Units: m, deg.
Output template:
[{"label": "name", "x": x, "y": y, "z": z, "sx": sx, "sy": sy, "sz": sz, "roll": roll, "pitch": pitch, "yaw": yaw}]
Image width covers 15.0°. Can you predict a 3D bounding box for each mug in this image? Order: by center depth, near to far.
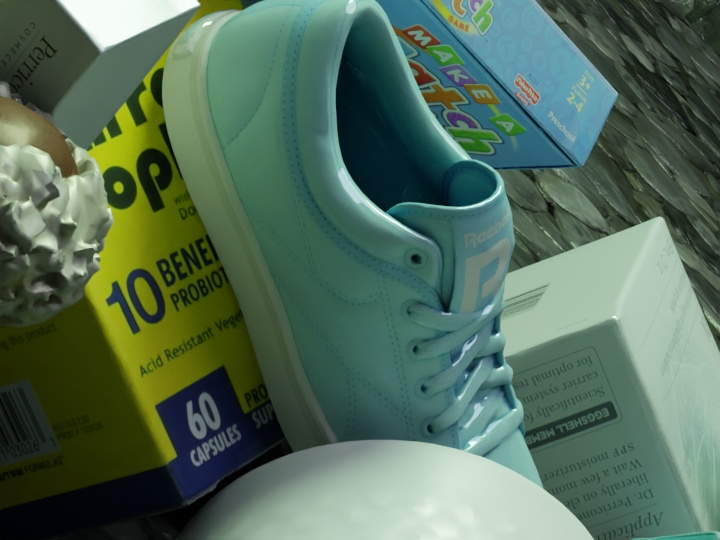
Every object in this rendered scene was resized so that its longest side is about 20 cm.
[{"label": "mug", "x": 0.010, "y": 0.177, "z": 0.769, "sx": 0.175, "sy": 0.147, "sz": 0.200, "roll": -83, "pitch": 159, "yaw": -60}]

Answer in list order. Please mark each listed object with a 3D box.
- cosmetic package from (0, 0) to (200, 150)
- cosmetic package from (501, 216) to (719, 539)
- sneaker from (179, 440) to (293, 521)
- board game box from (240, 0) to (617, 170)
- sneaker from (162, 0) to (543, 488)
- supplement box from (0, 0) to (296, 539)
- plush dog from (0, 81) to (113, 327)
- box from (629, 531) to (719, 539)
[{"label": "cosmetic package", "x": -0.155, "y": -0.061, "z": 0.773, "sx": 0.151, "sy": 0.200, "sz": 0.052, "roll": 47, "pitch": 38, "yaw": 5}, {"label": "cosmetic package", "x": 0.092, "y": 0.106, "z": 1.046, "sx": 0.199, "sy": 0.123, "sz": 0.200, "roll": -47, "pitch": 116, "yaw": -74}, {"label": "sneaker", "x": -0.088, "y": 0.045, "z": 0.962, "sx": 0.200, "sy": 0.075, "sz": 0.106, "roll": 52, "pitch": 34, "yaw": -7}, {"label": "board game box", "x": -0.031, "y": -0.089, "z": 0.926, "sx": 0.200, "sy": 0.037, "sz": 0.151, "roll": 2, "pitch": -35, "yaw": 50}, {"label": "sneaker", "x": 0.015, "y": 0.009, "z": 0.809, "sx": 0.074, "sy": 0.082, "sz": 0.200, "roll": -42, "pitch": 108, "yaw": -41}, {"label": "supplement box", "x": -0.093, "y": -0.029, "z": 0.852, "sx": 0.109, "sy": 0.109, "sz": 0.200, "roll": -31, "pitch": 99, "yaw": -44}, {"label": "plush dog", "x": -0.186, "y": 0.017, "z": 0.678, "sx": 0.200, "sy": 0.161, "sz": 0.172, "roll": 25, "pitch": 27, "yaw": 21}, {"label": "box", "x": 0.113, "y": 0.192, "z": 0.884, "sx": 0.082, "sy": 0.049, "sz": 0.200, "roll": 23, "pitch": 69, "yaw": -30}]
